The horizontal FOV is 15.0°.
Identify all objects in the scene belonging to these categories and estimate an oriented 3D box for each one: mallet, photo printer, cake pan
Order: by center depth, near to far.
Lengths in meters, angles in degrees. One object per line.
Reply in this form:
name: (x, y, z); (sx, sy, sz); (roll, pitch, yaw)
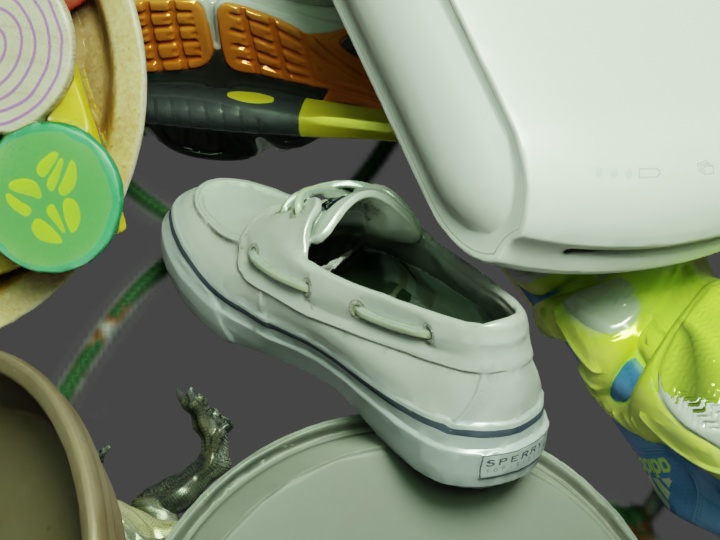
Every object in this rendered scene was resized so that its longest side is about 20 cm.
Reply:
cake pan: (0.017, 0.146, 0.922); (0.199, 0.037, 0.201); (1, 82, -7)
photo printer: (0.072, -0.095, 0.930); (0.166, 0.069, 0.201); (-12, 69, -35)
mallet: (-0.010, -0.061, 0.995); (0.199, 0.041, 0.066); (11, 42, 17)

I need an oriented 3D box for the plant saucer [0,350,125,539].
plant saucer: (-0.137, 0.125, 0.892); (0.029, 0.200, 0.201); (19, 60, -39)

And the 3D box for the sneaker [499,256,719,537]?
sneaker: (0.101, 0.028, 0.989); (0.075, 0.105, 0.200); (-22, 40, -6)

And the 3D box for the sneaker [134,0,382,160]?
sneaker: (-0.012, -0.099, 1.042); (0.199, 0.076, 0.092); (0, 40, 6)

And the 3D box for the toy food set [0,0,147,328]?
toy food set: (-0.170, -0.071, 0.982); (0.197, 0.049, 0.201); (-18, 90, 12)

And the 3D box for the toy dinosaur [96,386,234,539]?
toy dinosaur: (-0.058, 0.096, 0.965); (0.200, 0.047, 0.088); (36, 77, 8)

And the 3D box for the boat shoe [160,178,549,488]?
boat shoe: (0.000, 0.000, 0.949); (0.073, 0.067, 0.200); (-18, 35, -35)
